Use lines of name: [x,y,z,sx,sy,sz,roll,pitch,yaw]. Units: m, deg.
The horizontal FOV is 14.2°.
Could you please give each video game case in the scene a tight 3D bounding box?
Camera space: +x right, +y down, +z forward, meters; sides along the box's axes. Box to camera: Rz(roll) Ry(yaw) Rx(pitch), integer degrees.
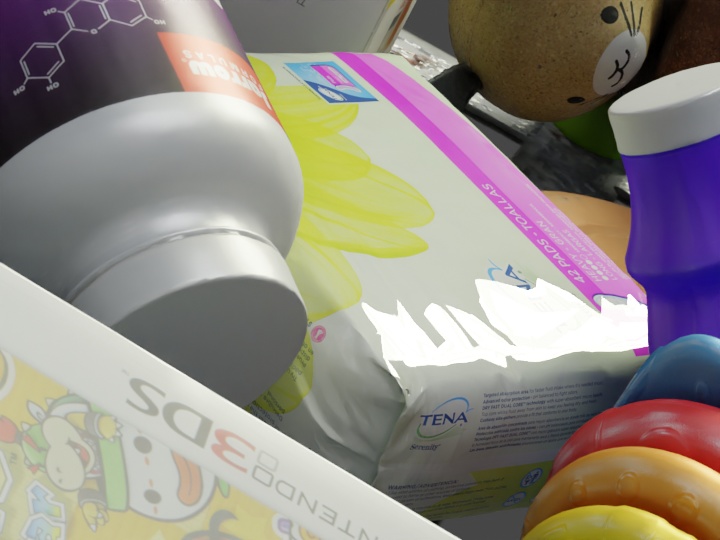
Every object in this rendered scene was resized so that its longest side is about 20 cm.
video game case: [-0.045,0.110,0.683,0.181,0.023,0.201,31,42,-12]

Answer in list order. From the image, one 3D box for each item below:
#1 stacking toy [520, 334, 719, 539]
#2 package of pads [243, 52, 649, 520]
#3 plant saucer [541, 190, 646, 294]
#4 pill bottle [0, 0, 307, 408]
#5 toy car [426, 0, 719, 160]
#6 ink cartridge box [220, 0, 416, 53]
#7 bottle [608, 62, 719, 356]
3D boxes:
stacking toy: [0.067,0.115,0.826,0.110,0.116,0.200,39,40,13]
package of pads: [0.000,0.000,0.982,0.154,0.068,0.200,-4,39,-43]
plant saucer: [0.120,0.028,1.111,0.199,0.032,0.201,24,25,-12]
pill bottle: [-0.088,-0.049,0.894,0.112,0.113,0.201,5,45,-41]
toy car: [0.099,-0.097,1.197,0.199,0.165,0.158,-8,41,-39]
ink cartridge box: [-0.033,-0.161,1.118,0.145,0.201,0.083,30,21,5]
bottle: [0.130,0.035,0.929,0.201,0.065,0.084,71,24,-13]
